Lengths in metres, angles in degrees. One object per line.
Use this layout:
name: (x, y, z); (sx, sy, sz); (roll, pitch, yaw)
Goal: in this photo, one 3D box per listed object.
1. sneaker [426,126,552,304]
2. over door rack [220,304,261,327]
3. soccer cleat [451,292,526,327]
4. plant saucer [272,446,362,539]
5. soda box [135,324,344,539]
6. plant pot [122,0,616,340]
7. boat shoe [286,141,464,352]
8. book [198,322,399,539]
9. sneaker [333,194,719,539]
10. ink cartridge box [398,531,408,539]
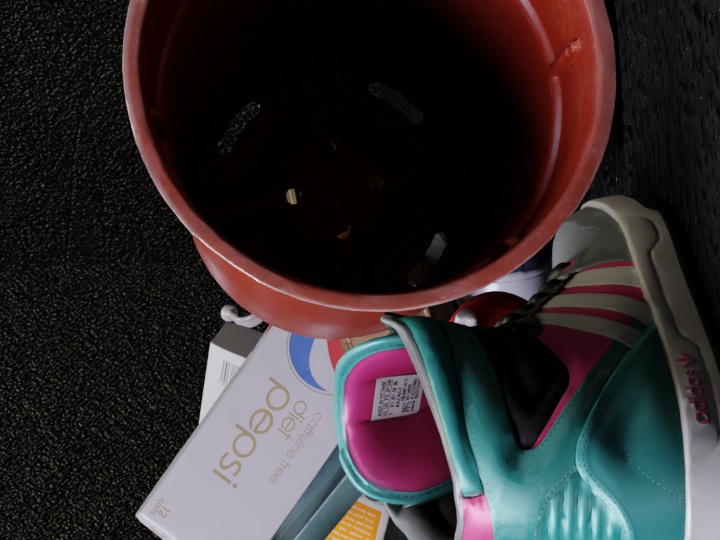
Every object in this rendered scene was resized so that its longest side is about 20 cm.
sneaker: (0.063, -0.055, 1.030); (0.200, 0.069, 0.110); (-120, 22, -73)
over door rack: (-0.025, -0.001, 1.298); (0.148, 0.066, 0.201); (54, -135, -39)
soccer cleat: (0.069, 0.103, 0.857); (0.086, 0.068, 0.202); (96, 168, -52)
plant saucer: (0.006, 0.091, 1.028); (0.201, 0.019, 0.070); (-52, 12, 10)
soda box: (-0.039, 0.073, 1.029); (0.201, 0.068, 0.064); (-54, 3, -12)
plant pot: (-0.005, -0.061, 0.834); (0.195, 0.198, 0.203); (115, 154, -76)
boat shoe: (0.000, 0.000, 0.961); (0.068, 0.072, 0.201); (23, -140, -55)
book: (-0.041, 0.141, 1.140); (0.048, 0.132, 0.202); (-51, -22, -52)
sneaker: (0.050, 0.036, 0.626); (0.200, 0.119, 0.084); (-94, 2, -65)
ink cartridge box: (0.023, 0.069, 1.234); (0.115, 0.067, 0.201); (55, -141, -38)
